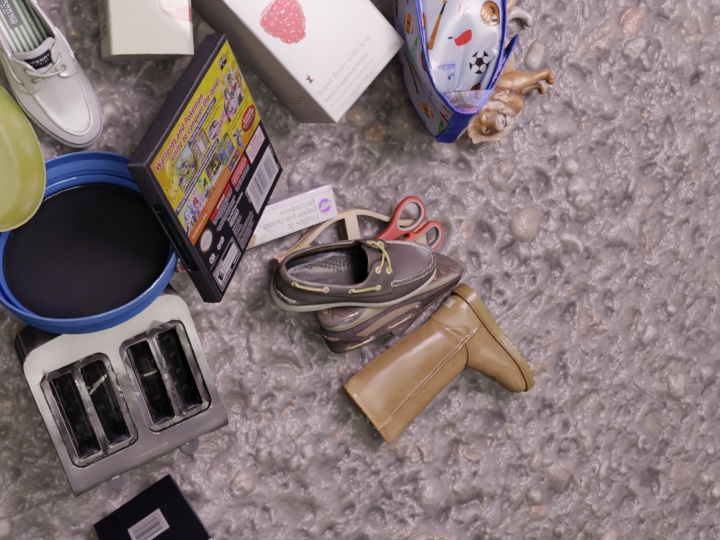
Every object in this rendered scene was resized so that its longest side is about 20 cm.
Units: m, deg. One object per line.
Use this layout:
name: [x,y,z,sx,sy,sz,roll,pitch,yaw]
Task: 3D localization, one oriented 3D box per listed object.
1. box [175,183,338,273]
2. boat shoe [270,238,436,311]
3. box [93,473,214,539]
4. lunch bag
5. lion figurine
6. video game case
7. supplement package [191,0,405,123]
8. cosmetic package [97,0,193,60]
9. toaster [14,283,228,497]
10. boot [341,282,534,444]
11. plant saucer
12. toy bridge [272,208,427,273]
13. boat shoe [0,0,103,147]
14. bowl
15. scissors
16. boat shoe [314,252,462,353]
box: [-0.122,-0.049,1.065,0.197,0.041,0.039,-21,106,-18]
boat shoe: [0.000,0.000,1.059,0.197,0.061,0.073,-11,66,-18]
box: [-0.184,0.348,1.010,0.103,0.199,0.184,-31,108,-17]
lunch bag: [0.101,-0.251,1.033,0.121,0.170,0.204,-3,87,-3]
lion figurine: [0.163,-0.260,1.148,0.120,0.072,0.204,-12,89,-8]
video game case: [-0.148,-0.104,0.958,0.182,0.025,0.202,68,31,-43]
supplement package: [-0.074,-0.269,1.009,0.200,0.119,0.122,44,82,-22]
cosmetic package: [-0.220,-0.315,0.950,0.086,0.103,0.204,-5,101,-21]
toaster: [-0.249,0.109,0.992,0.178,0.118,0.203,-22,106,-19]
boot: [0.098,0.140,1.179,0.200,0.066,0.176,-41,103,-11]
plant saucer: [-0.384,-0.120,0.885,0.031,0.201,0.201,-28,114,26]
toy bridge: [-0.011,-0.037,1.121,0.197,0.027,0.069,-17,104,-21]
boat shoe: [-0.324,-0.210,0.940,0.073,0.067,0.202,-37,110,-13]
bowl: [-0.273,-0.028,0.940,0.196,0.040,0.204,1,58,-2]
scissors: [0.011,-0.014,1.110,0.199,0.014,0.074,-34,109,-17]
boat shoe: [0.033,0.038,1.137,0.197,0.075,0.074,-20,131,-23]
